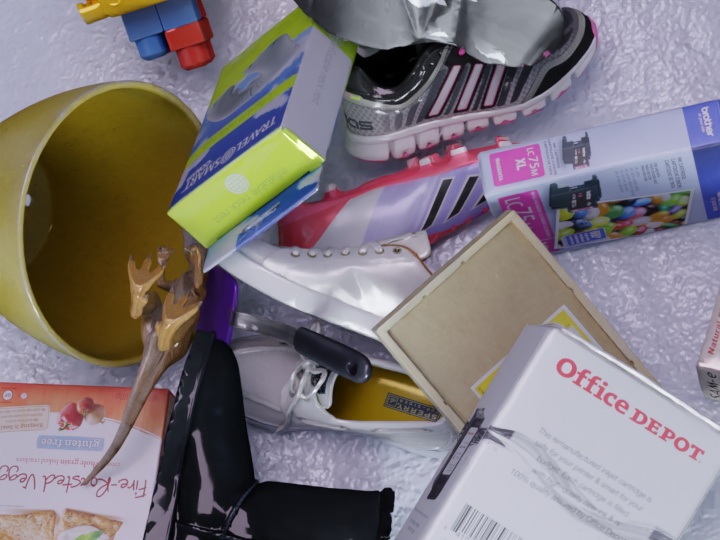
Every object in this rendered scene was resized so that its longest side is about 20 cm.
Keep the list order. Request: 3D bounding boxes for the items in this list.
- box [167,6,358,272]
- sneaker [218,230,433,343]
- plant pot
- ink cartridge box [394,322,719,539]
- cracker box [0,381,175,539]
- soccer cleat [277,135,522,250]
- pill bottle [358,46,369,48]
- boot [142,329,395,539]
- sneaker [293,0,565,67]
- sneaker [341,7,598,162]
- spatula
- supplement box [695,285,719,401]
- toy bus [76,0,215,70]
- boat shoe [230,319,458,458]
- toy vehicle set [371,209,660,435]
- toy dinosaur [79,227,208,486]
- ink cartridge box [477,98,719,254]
[{"bbox_3d":[-0.065,-0.101,1.633,0.122,0.048,0.200,-35,25,33],"label":"box"},{"bbox_3d":[0.000,0.000,1.635,0.200,0.073,0.085,21,94,-5],"label":"sneaker"},{"bbox_3d":[-0.215,-0.039,1.679,0.142,0.200,0.200,7,69,39],"label":"plant pot"},{"bbox_3d":[0.125,0.153,1.521,0.145,0.083,0.200,32,86,-6],"label":"ink cartridge box"},{"bbox_3d":[-0.202,0.181,1.646,0.134,0.058,0.200,1,70,14],"label":"cracker box"},{"bbox_3d":[0.039,-0.041,1.681,0.200,0.067,0.077,-16,97,1],"label":"soccer cleat"},{"bbox_3d":[0.069,-0.246,1.721,0.200,0.109,0.109,-22,65,4],"label":"pill bottle"},{"bbox_3d":[-0.057,0.151,1.585,0.162,0.073,0.199,11,80,-2],"label":"boot"},{"bbox_3d":[0.045,-0.197,1.638,0.200,0.080,0.086,19,29,-1],"label":"sneaker"},{"bbox_3d":[0.071,-0.150,1.682,0.200,0.088,0.074,-21,35,3],"label":"sneaker"},{"bbox_3d":[-0.057,0.042,1.613,0.200,0.021,0.057,20,104,45],"label":"spatula"},{"bbox_3d":[0.335,0.041,1.562,0.200,0.074,0.126,14,73,18],"label":"supplement box"},{"bbox_3d":[-0.158,-0.243,1.763,0.136,0.200,0.192,-19,101,7],"label":"toy bus"},{"bbox_3d":[-0.021,0.079,1.626,0.202,0.086,0.075,15,73,18],"label":"boat shoe"},{"bbox_3d":[0.118,0.075,1.577,0.124,0.027,0.200,-40,94,-5],"label":"toy vehicle set"},{"bbox_3d":[-0.134,0.048,1.612,0.060,0.106,0.200,17,63,13],"label":"toy dinosaur"},{"bbox_3d":[0.188,-0.063,1.613,0.200,0.119,0.042,-15,65,7],"label":"ink cartridge box"}]
